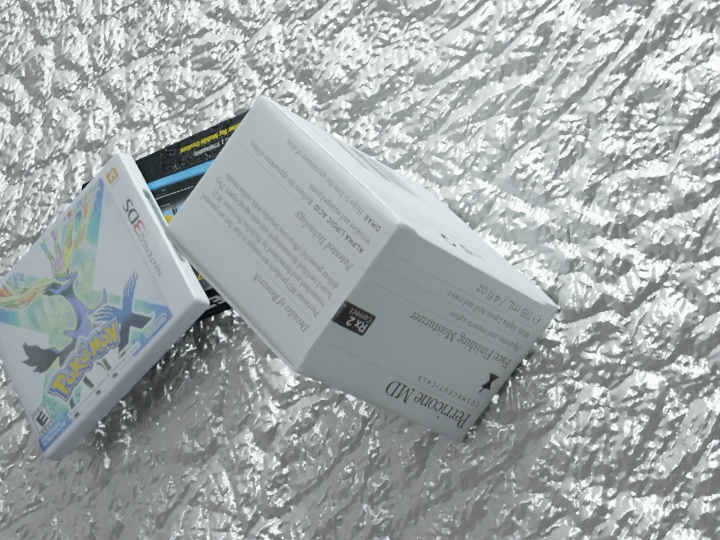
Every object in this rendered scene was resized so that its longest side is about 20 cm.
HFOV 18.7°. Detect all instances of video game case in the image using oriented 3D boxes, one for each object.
[{"bbox_3d":[-0.229,0.029,1.843,0.200,0.022,0.182,-46,52,19],"label":"video game case"}]

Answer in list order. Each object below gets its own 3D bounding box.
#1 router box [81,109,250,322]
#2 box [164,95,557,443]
[{"bbox_3d":[-0.149,-0.032,1.847,0.200,0.051,0.149,-21,61,33],"label":"router box"},{"bbox_3d":[0.000,0.000,1.603,0.131,0.199,0.200,-54,47,9],"label":"box"}]
